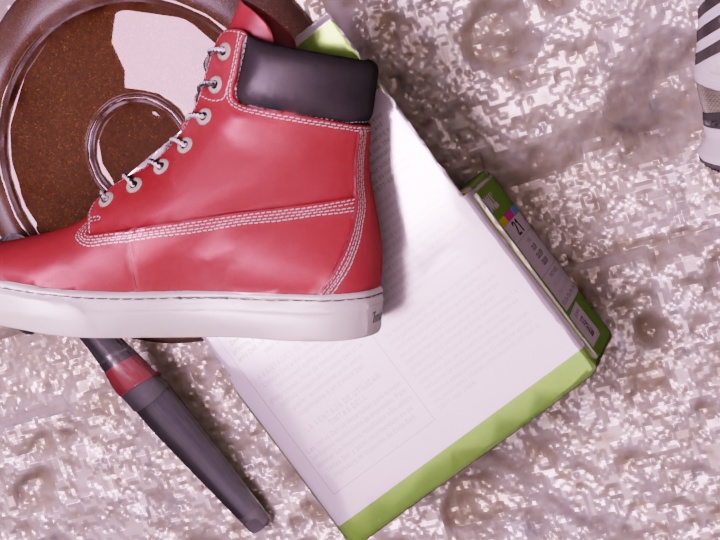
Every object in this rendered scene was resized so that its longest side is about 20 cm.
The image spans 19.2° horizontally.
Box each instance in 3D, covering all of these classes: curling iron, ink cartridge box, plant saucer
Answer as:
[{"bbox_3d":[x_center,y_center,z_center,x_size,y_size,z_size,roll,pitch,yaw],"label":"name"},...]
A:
[{"bbox_3d":[-0.115,0.055,1.050,0.200,0.026,0.049,44,144,-11],"label":"curling iron"},{"bbox_3d":[0.000,0.000,0.989,0.147,0.076,0.201,-37,90,16],"label":"ink cartridge box"},{"bbox_3d":[-0.103,-0.060,1.031,0.198,0.032,0.202,3,102,14],"label":"plant saucer"}]

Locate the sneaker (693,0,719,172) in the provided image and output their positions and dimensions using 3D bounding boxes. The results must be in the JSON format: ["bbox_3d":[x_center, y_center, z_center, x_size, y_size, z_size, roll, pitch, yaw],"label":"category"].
[{"bbox_3d":[0.237,-0.107,0.906,0.199,0.076,0.116,-4,103,18],"label":"sneaker"}]

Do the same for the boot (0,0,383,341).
[{"bbox_3d":[-0.090,-0.044,0.930,0.198,0.072,0.146,-1,97,5],"label":"boot"}]
